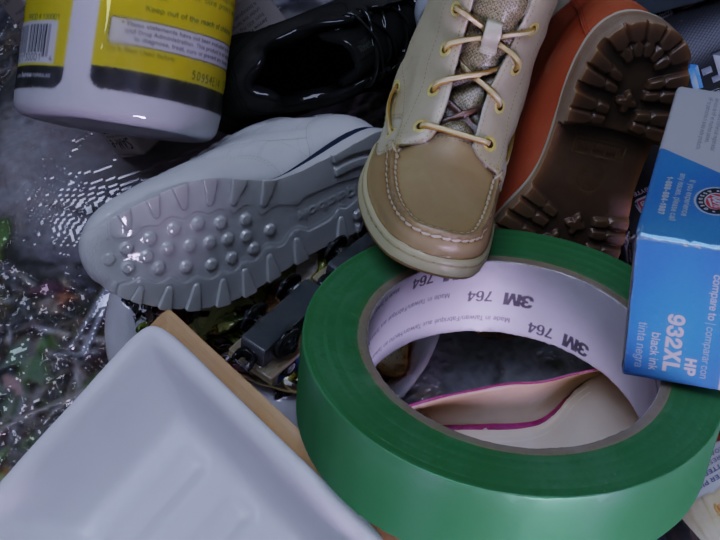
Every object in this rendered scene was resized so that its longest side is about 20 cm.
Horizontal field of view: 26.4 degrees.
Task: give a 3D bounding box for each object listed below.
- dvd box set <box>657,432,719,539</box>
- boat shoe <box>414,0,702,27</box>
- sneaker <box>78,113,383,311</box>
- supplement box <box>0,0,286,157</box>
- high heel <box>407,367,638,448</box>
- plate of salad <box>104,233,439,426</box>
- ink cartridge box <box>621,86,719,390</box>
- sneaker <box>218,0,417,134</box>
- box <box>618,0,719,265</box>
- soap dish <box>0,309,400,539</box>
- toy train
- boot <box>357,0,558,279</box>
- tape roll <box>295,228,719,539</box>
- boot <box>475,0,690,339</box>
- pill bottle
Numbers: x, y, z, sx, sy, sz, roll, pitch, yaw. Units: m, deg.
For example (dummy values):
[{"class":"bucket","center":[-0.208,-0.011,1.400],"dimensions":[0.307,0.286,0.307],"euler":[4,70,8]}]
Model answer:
[{"class":"dvd box set","center":[0.171,0.179,0.722],"dimensions":[0.146,0.029,0.200],"euler":[-29,57,3]},{"class":"boat shoe","center":[0.123,-0.188,0.906],"dimensions":[0.200,0.071,0.091],"euler":[-13,53,-2]},{"class":"sneaker","center":[-0.071,-0.038,0.844],"dimensions":[0.200,0.076,0.080],"euler":[-19,36,-33]},{"class":"supplement box","center":[-0.153,-0.184,0.934],"dimensions":[0.126,0.200,0.074],"euler":[-40,15,-15]},{"class":"high heel","center":[0.094,0.072,0.777],"dimensions":[0.200,0.096,0.067],"euler":[-16,56,1]},{"class":"plate of salad","center":[-0.051,0.014,0.872],"dimensions":[0.200,0.048,0.200],"euler":[-5,58,8]},{"class":"ink cartridge box","center":[0.234,-0.007,0.714],"dimensions":[0.200,0.084,0.145],"euler":[9,35,15]},{"class":"sneaker","center":[0.002,-0.133,0.911],"dimensions":[0.200,0.076,0.091],"euler":[-29,13,-19]},{"class":"box","center":[0.204,-0.116,0.907],"dimensions":[0.200,0.050,0.199],"euler":[-22,55,-2]},{"class":"soap dish","center":[-0.079,0.139,0.761],"dimensions":[0.200,0.081,0.157],"euler":[40,87,28]},{"class":"toy train","center":[0.000,0.000,0.824],"dimensions":[0.034,0.046,0.200],"euler":[34,51,21]},{"class":"boot","center":[0.060,-0.104,0.771],"dimensions":[0.073,0.156,0.200],"euler":[19,37,-4]},{"class":"tape roll","center":[0.070,0.054,0.731],"dimensions":[0.200,0.048,0.201],"euler":[5,36,-4]},{"class":"boot","center":[0.105,-0.060,0.842],"dimensions":[0.075,0.200,0.107],"euler":[17,23,-22]},{"class":"pill bottle","center":[-0.122,-0.177,0.845],"dimensions":[0.114,0.114,0.200],"euler":[8,90,16]}]
